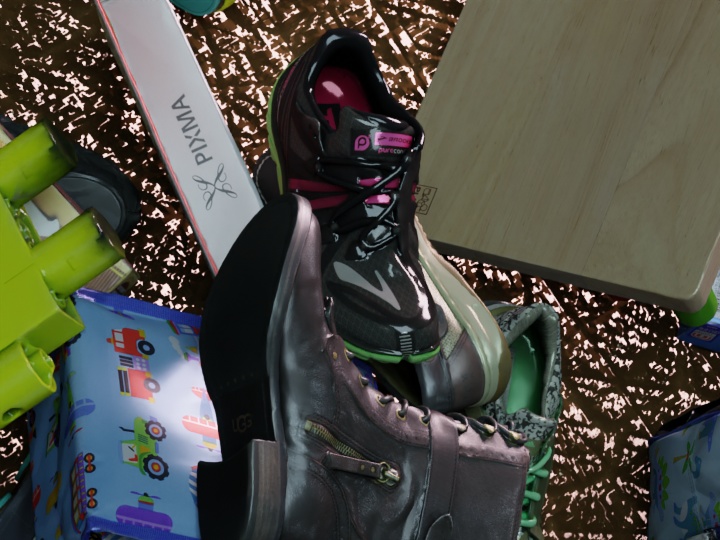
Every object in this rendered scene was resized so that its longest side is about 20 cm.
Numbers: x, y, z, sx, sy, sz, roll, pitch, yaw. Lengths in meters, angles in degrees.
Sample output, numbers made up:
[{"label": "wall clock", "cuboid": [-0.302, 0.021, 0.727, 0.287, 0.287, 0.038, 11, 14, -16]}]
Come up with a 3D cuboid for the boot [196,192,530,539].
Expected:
[{"label": "boot", "cuboid": [0.008, 0.073, 1.337, 0.174, 0.069, 0.200, 13, 77, -31]}]

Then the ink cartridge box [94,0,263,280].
[{"label": "ink cartridge box", "cuboid": [-0.087, -0.063, 1.447, 0.044, 0.174, 0.200, -24, 80, -5]}]

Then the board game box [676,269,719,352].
[{"label": "board game box", "cuboid": [0.299, -0.005, 1.584, 0.200, 0.045, 0.152, 18, 71, -6]}]

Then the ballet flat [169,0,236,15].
[{"label": "ballet flat", "cuboid": [-0.146, -0.221, 1.547, 0.200, 0.067, 0.067, 35, 49, -4]}]

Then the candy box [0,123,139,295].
[{"label": "candy box", "cuboid": [-0.229, 0.027, 1.428, 0.200, 0.055, 0.115, -43, 86, -5]}]

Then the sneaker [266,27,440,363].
[{"label": "sneaker", "cuboid": [-0.004, -0.041, 1.411, 0.077, 0.084, 0.200, -5, 60, -23]}]

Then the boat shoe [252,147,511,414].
[{"label": "boat shoe", "cuboid": [0.000, 0.001, 1.475, 0.066, 0.072, 0.201, -19, 58, -40]}]

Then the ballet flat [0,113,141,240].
[{"label": "ballet flat", "cuboid": [-0.216, -0.062, 1.495, 0.200, 0.057, 0.066, 26, 96, 1]}]

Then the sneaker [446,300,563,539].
[{"label": "sneaker", "cuboid": [0.077, 0.104, 1.480, 0.077, 0.089, 0.200, 7, 73, -10]}]

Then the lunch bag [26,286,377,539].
[{"label": "lunch bag", "cuboid": [-0.060, 0.102, 1.373, 0.200, 0.094, 0.151, 7, 49, -20]}]

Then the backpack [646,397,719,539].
[{"label": "backpack", "cuboid": [0.261, 0.136, 1.453, 0.183, 0.200, 0.147, 3, 74, -12]}]

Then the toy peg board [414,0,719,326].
[{"label": "toy peg board", "cuboid": [0.143, -0.069, 1.535, 0.199, 0.098, 0.200, 14, 68, 27]}]

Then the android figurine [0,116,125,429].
[{"label": "android figurine", "cuboid": [-0.219, 0.011, 1.354, 0.200, 0.041, 0.182, -32, 61, 7]}]

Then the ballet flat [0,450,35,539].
[{"label": "ballet flat", "cuboid": [-0.168, 0.131, 1.431, 0.073, 0.073, 0.200, 36, 68, 0]}]
